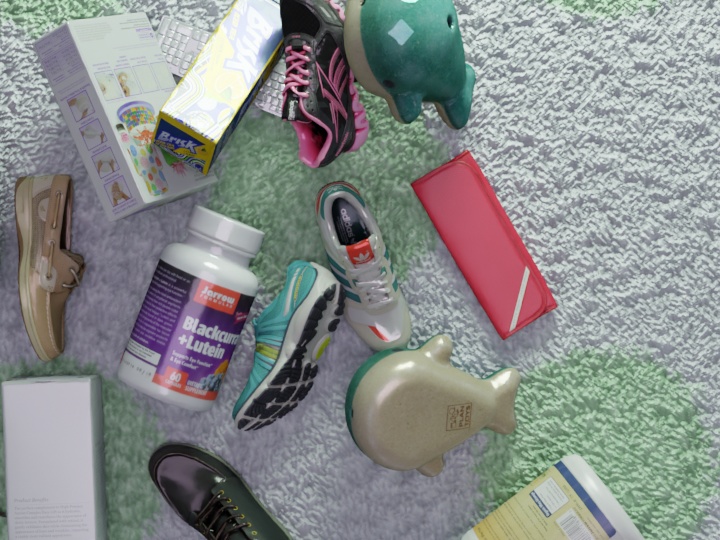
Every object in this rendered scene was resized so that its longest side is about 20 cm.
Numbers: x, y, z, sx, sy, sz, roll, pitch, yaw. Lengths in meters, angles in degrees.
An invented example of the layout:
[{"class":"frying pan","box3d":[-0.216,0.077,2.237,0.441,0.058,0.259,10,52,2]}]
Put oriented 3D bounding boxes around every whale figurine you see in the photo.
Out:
[{"class":"whale figurine","box3d":[0.071,-0.226,1.437,0.103,0.200,0.161,-8,60,38]},{"class":"whale figurine","box3d":[0.076,0.142,1.514,0.198,0.104,0.161,-5,105,-23]}]

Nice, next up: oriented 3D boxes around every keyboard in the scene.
[{"class":"keyboard","box3d":[-0.134,-0.218,1.531,0.198,0.011,0.057,22,92,-2]}]

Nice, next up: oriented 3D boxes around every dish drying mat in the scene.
[{"class":"dish drying mat","box3d":[0.138,-0.028,1.537,0.076,0.018,0.201,-30,92,1]}]

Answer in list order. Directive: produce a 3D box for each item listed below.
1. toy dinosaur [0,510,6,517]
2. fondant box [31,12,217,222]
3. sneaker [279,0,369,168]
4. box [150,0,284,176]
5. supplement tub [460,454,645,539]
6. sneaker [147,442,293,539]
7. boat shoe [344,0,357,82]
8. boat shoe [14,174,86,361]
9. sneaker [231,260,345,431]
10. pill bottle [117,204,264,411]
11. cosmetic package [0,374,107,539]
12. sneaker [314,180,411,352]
[{"class":"toy dinosaur","box3d":[-0.470,0.213,1.509,0.199,0.077,0.103,28,98,1]},{"class":"fondant box","box3d":[-0.244,-0.164,1.460,0.058,0.144,0.202,-23,92,28]},{"class":"sneaker","box3d":[-0.051,-0.197,1.453,0.078,0.095,0.202,9,128,37]},{"class":"box","box3d":[-0.140,-0.201,1.456,0.070,0.064,0.201,30,57,-2]},{"class":"supplement tub","box3d":[0.194,0.309,1.486,0.199,0.144,0.145,-37,92,1]},{"class":"sneaker","box3d":[-0.148,0.262,1.498,0.199,0.106,0.075,39,91,-2]},{"class":"boat shoe","box3d":[0.017,-0.297,1.498,0.062,0.074,0.204,14,96,-8]},{"class":"boat shoe","box3d":[-0.332,-0.003,1.505,0.064,0.071,0.202,-5,91,0]},{"class":"sneaker","box3d":[-0.085,0.083,1.520,0.079,0.077,0.201,35,101,34]},{"class":"pill bottle","box3d":[-0.175,0.039,1.488,0.110,0.111,0.202,21,92,-1]},{"class":"cosmetic package","box3d":[-0.331,0.216,1.513,0.100,0.074,0.202,-1,90,-1]},{"class":"sneaker","box3d":[0.000,-0.001,1.498,0.070,0.093,0.202,-20,92,0]}]
